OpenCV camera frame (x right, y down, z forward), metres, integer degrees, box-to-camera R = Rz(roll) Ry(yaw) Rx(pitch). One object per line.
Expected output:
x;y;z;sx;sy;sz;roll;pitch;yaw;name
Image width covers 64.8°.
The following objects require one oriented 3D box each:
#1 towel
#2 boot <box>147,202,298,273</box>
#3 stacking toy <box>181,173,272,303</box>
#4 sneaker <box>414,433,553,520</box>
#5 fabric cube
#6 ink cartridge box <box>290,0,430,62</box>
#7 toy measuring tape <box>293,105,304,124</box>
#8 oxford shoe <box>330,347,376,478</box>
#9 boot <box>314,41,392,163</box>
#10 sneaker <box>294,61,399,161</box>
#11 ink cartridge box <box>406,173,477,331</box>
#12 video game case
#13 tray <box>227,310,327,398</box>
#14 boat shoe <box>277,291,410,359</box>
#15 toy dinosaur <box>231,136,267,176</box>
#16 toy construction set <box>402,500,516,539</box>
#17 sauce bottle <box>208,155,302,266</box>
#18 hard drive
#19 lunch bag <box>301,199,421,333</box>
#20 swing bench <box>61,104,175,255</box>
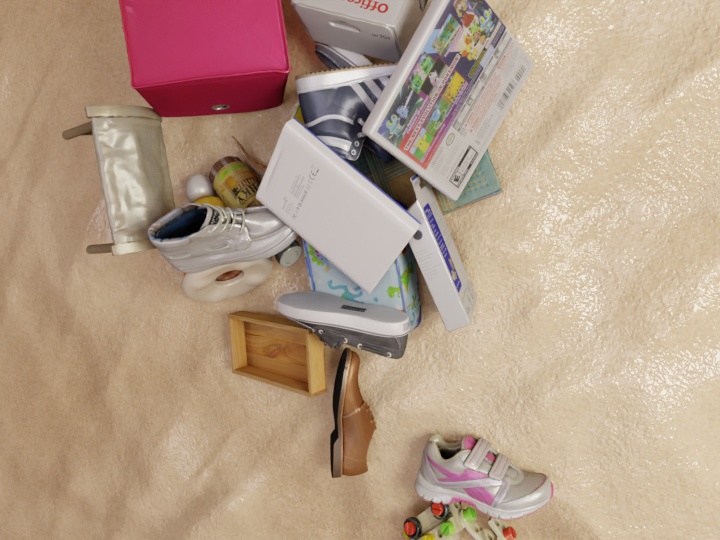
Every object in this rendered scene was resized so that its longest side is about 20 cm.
0.084;-0.145;0.800;0.197;0.022;0.150;-20;90;25;towel
-0.179;-0.055;0.759;0.196;0.096;0.075;-19;67;1;boot
-0.233;-0.064;0.901;0.145;0.145;0.203;-33;67;22;stacking toy
0.169;0.283;0.799;0.196;0.081;0.090;1;100;21;sneaker
-0.202;-0.327;0.751;0.192;0.199;0.205;-8;97;-10;fabric cube
0.022;-0.386;0.717;0.144;0.086;0.204;21;85;17;ink cartridge box
-0.074;-0.179;0.810;0.072;0.074;0.204;16;76;18;toy measuring tape
-0.009;0.218;0.879;0.070;0.071;0.205;1;100;-7;oxford shoe
-0.010;-0.239;0.779;0.199;0.073;0.091;42;95;19;boot
0.022;-0.197;0.707;0.195;0.070;0.111;-7;103;-2;sneaker
0.099;-0.030;0.753;0.039;0.099;0.203;-19;99;22;ink cartridge box
0.112;-0.211;0.682;0.023;0.181;0.202;36;98;47;video game case
-0.133;0.125;0.884;0.197;0.037;0.101;5;101;43;tray
-0.026;0.077;0.770;0.196;0.070;0.068;8;109;20;boat shoe
-0.110;-0.141;0.868;0.196;0.060;0.109;6;77;17;toy dinosaur
0.129;0.410;0.829;0.199;0.092;0.132;-38;59;15;toy construction set
-0.156;-0.089;0.854;0.200;0.064;0.065;49;112;24;sauce bottle
-0.034;-0.076;0.712;0.199;0.025;0.132;40;135;4;hard drive
0.000;0.000;0.810;0.158;0.082;0.205;-4;104;27;lunch bag
-0.358;-0.133;0.875;0.198;0.128;0.204;3;102;53;swing bench
